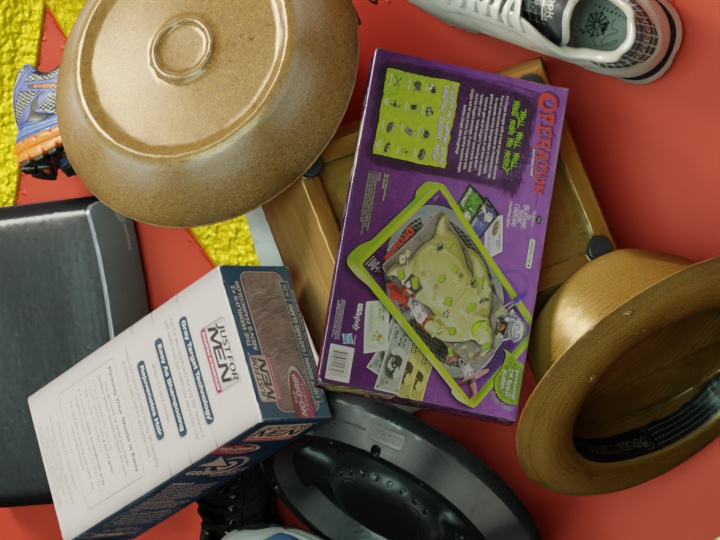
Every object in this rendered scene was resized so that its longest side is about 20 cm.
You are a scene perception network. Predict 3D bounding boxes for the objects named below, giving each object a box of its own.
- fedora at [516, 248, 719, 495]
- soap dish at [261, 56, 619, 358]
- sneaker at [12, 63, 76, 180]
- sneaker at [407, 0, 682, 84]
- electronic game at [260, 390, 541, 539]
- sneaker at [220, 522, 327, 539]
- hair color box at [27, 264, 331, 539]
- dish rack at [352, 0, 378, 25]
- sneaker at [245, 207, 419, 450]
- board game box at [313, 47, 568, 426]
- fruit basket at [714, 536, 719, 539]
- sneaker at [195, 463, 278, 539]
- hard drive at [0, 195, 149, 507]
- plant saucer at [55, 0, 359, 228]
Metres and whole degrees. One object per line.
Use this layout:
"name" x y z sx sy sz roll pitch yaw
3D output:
"fedora" 0.164 0.043 1.641 0.201 0.200 0.082 -48 54 16
"soap dish" 0.051 -0.030 1.676 0.199 0.081 0.158 -20 83 -11
"sneaker" -0.145 -0.133 1.793 0.199 0.075 0.079 -25 74 14
"sneaker" 0.097 -0.171 1.696 0.199 0.080 0.077 19 101 21
"electronic game" 0.020 0.135 1.696 0.199 0.200 0.042 22 62 18
"sneaker" -0.016 0.238 1.736 0.200 0.077 0.076 45 115 -4
"hair color box" -0.111 0.083 1.676 0.200 0.060 0.101 -33 66 41
"dish rack" -0.042 -0.195 1.716 0.153 0.055 0.200 33 79 28
"sneaker" 0.000 0.000 1.755 0.115 0.074 0.201 -23 81 6
"board game box" 0.047 -0.019 1.617 0.119 0.032 0.201 11 78 -3
"fruit basket" 0.307 0.152 1.624 0.214 0.156 0.216 -20 43 20
"sneaker" -0.090 0.125 1.764 0.060 0.104 0.201 15 97 33
"hard drive" -0.204 0.055 1.839 0.134 0.042 0.202 -6 91 20
"plant saucer" -0.099 -0.125 1.655 0.199 0.035 0.202 -7 69 20
